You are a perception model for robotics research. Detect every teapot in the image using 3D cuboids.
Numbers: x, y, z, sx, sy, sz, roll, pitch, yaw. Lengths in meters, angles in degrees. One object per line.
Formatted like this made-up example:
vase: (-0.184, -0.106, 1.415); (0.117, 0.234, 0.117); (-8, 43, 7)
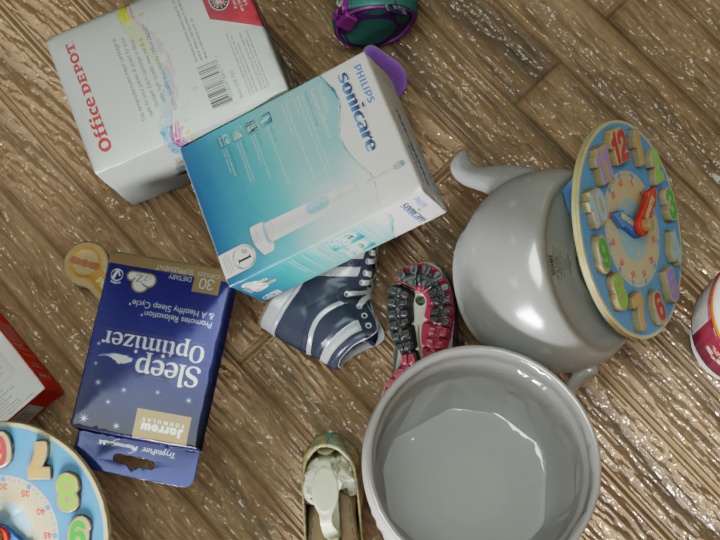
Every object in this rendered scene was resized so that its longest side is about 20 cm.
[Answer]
teapot: (0.152, 0.011, 1.248); (0.146, 0.198, 0.200); (-15, 37, 38)

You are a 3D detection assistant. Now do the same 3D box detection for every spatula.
spatula: (-0.019, -0.128, 1.351); (0.056, 0.021, 0.201); (31, 87, -12)

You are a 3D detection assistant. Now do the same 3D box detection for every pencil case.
pencil case: (0.003, -0.331, 1.354); (0.085, 0.092, 0.201); (-21, 72, 45)

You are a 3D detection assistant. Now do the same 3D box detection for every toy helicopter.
toy helicopter: (-0.210, 0.044, 1.311); (0.132, 0.079, 0.200); (-41, 75, -5)

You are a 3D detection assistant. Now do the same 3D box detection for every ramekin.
ramekin: (0.096, 0.174, 1.160); (0.199, 0.105, 0.201); (2, 67, -6)

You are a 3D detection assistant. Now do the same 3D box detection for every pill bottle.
pill bottle: (0.350, 0.045, 1.191); (0.109, 0.200, 0.110); (-1, 79, 5)

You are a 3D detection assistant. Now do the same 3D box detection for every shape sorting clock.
shape sorting clock: (-0.321, 0.237, 1.220); (0.199, 0.039, 0.201); (0, 92, 11)
shape sorting clock: (0.247, -0.038, 1.231); (0.039, 0.200, 0.201); (-14, 75, 39)

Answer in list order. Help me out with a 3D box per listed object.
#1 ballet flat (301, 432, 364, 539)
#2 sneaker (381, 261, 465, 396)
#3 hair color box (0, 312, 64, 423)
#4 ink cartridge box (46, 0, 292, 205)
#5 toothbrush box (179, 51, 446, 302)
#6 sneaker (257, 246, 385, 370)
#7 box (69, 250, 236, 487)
ballet flat: (-0.025, 0.250, 1.258); (0.070, 0.071, 0.201); (-5, 79, 5)
sneaker: (0.067, 0.093, 1.279); (0.080, 0.075, 0.201); (5, 93, 16)
hair color box: (-0.398, 0.078, 1.329); (0.111, 0.064, 0.200); (-40, 79, -2)
ink cartridge box: (-0.173, -0.176, 1.313); (0.199, 0.145, 0.146); (-22, 79, 1)
toothbrush box: (-0.044, -0.083, 1.243); (0.199, 0.085, 0.147); (-27, 72, 13)
sneaker: (0.000, 0.000, 1.300); (0.108, 0.070, 0.200); (35, 89, 14)
box: (-0.190, 0.089, 1.241); (0.121, 0.032, 0.201); (9, 78, 7)
